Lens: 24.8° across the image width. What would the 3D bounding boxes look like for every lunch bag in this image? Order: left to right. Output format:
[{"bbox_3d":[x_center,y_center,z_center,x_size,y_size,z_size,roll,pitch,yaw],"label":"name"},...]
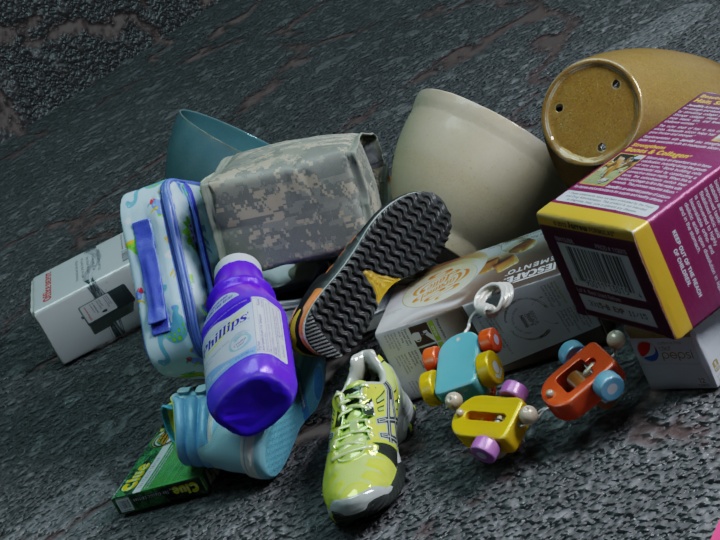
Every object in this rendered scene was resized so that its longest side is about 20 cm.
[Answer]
[{"bbox_3d":[-0.171,0.010,1.675,0.082,0.201,0.161,-18,-14,22],"label":"lunch bag"},{"bbox_3d":[-0.059,-0.077,1.655,0.163,0.118,0.200,-12,15,9],"label":"lunch bag"}]

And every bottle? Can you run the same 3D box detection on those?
[{"bbox_3d":[-0.105,0.060,1.496,0.083,0.065,0.200,-41,32,20],"label":"bottle"}]

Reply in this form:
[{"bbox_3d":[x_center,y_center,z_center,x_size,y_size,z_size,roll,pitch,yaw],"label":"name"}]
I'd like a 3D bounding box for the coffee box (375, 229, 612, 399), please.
[{"bbox_3d":[0.127,0.033,1.490,0.199,0.080,0.115,-19,22,24],"label":"coffee box"}]

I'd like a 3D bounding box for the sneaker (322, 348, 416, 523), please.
[{"bbox_3d":[-0.003,0.141,1.398,0.075,0.077,0.200,-20,22,14],"label":"sneaker"}]

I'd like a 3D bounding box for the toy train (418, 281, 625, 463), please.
[{"bbox_3d":[0.135,0.091,1.347,0.150,0.056,0.200,-43,33,-5],"label":"toy train"}]

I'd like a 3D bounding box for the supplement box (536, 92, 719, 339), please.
[{"bbox_3d":[0.263,-0.048,1.303,0.200,0.104,0.131,-35,22,-19],"label":"supplement box"}]

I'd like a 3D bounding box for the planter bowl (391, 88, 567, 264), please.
[{"bbox_3d":[0.110,-0.071,1.649,0.135,0.200,0.200,-59,26,-6],"label":"planter bowl"}]

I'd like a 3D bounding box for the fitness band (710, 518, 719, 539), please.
[{"bbox_3d":[0.287,0.174,1.022,0.143,0.038,0.200,-15,22,37],"label":"fitness band"}]

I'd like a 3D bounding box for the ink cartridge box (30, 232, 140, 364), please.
[{"bbox_3d":[-0.308,0.020,2.064,0.199,0.083,0.147,-26,20,-1],"label":"ink cartridge box"}]

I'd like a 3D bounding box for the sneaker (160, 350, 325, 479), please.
[{"bbox_3d":[-0.114,0.116,1.552,0.130,0.080,0.200,2,29,19],"label":"sneaker"}]

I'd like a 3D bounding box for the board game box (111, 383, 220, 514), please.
[{"bbox_3d":[-0.162,0.165,1.617,0.104,0.024,0.200,-14,23,25],"label":"board game box"}]

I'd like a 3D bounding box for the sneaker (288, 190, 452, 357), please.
[{"bbox_3d":[0.000,0.000,1.529,0.200,0.070,0.090,-49,18,-23],"label":"sneaker"}]

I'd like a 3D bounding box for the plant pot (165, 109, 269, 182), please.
[{"bbox_3d":[-0.167,-0.099,2.070,0.135,0.199,0.200,-63,18,10],"label":"plant pot"}]

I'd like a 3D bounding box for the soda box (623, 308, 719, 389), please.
[{"bbox_3d":[0.299,0.015,1.347,0.068,0.064,0.200,-5,30,45],"label":"soda box"}]

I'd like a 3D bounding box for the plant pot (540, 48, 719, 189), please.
[{"bbox_3d":[0.243,-0.121,1.453,0.186,0.187,0.200,-16,-14,27],"label":"plant pot"}]

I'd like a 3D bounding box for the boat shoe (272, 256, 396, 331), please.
[{"bbox_3d":[-0.026,0.026,1.666,0.200,0.072,0.070,-18,24,-23],"label":"boat shoe"}]

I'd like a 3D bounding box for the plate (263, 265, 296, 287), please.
[{"bbox_3d":[-0.037,-0.039,1.944,0.199,0.032,0.200,-30,20,-8],"label":"plate"}]

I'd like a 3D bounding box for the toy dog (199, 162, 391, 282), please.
[{"bbox_3d":[-0.050,-0.060,1.818,0.199,0.140,0.194,-1,25,27],"label":"toy dog"}]
